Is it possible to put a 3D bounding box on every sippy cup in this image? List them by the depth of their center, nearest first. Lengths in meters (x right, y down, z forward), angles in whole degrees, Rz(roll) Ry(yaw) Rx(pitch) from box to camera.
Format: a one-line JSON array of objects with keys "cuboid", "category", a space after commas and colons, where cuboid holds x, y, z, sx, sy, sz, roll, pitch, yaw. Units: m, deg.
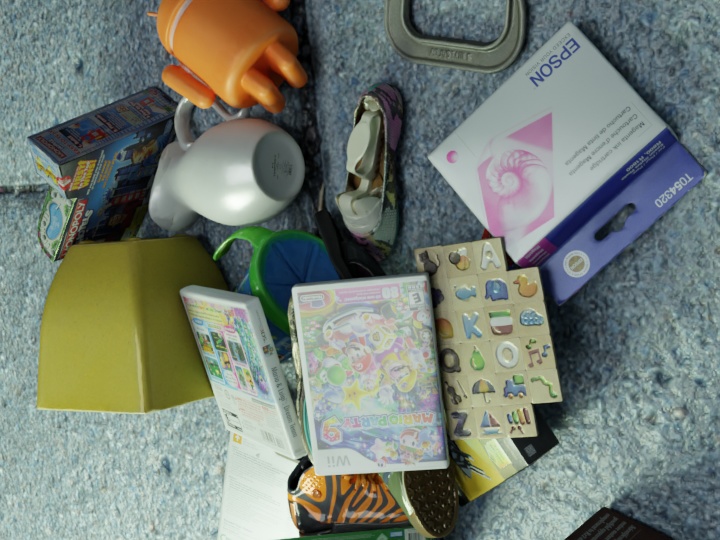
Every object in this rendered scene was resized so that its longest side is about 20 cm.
[{"cuboid": [-0.092, 0.042, 1.468, 0.130, 0.139, 0.179, -42, 54, 44], "category": "sippy cup"}]

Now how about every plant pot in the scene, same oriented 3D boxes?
[{"cuboid": [-0.273, 0.059, 1.559, 0.193, 0.195, 0.202, -2, 94, 35], "category": "plant pot"}]

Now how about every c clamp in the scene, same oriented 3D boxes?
[{"cuboid": [0.089, -0.294, 1.318, 0.199, 0.027, 0.172, 20, 112, 30], "category": "c clamp"}]

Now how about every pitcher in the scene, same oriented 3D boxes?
[{"cuboid": [-0.158, -0.136, 1.483, 0.199, 0.121, 0.173, -4, 83, 46], "category": "pitcher"}]

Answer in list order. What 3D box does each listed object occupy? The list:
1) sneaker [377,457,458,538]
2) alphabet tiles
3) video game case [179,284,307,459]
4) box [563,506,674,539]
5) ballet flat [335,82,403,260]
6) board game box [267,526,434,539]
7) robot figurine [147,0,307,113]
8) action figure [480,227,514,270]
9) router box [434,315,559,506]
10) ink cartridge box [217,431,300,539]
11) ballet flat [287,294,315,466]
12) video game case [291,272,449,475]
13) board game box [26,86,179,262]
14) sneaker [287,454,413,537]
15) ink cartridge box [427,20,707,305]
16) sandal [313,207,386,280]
[{"cuboid": [0.040, 0.192, 1.380, 0.090, 0.067, 0.202, -22, 88, 58], "category": "sneaker"}, {"cuboid": [0.115, 0.071, 1.270, 0.165, 0.006, 0.202, -8, 96, 33], "category": "alphabet tiles"}, {"cuboid": [-0.134, 0.110, 1.431, 0.200, 0.024, 0.184, 7, 117, 62], "category": "video game case"}, {"cuboid": [0.259, 0.382, 1.274, 0.163, 0.165, 0.202, 23, 113, 29], "category": "box"}, {"cuboid": [0.006, -0.105, 1.393, 0.069, 0.071, 0.202, 15, 110, 30], "category": "ballet flat"}, {"cuboid": [-0.009, 0.333, 1.434, 0.198, 0.135, 0.029, -7, 58, 10], "category": "board game box"}, {"cuboid": [-0.149, -0.265, 1.438, 0.200, 0.116, 0.144, 41, 127, 19], "category": "robot figurine"}, {"cuboid": [0.138, 0.032, 1.348, 0.065, 0.051, 0.201, 33, 123, 30], "category": "action figure"}, {"cuboid": [0.104, 0.138, 1.361, 0.201, 0.052, 0.157, 56, 147, 10], "category": "router box"}, {"cuboid": [-0.081, 0.287, 1.556, 0.195, 0.043, 0.202, 18, 108, 29], "category": "ink cartridge box"}, {"cuboid": [-0.042, 0.112, 1.362, 0.075, 0.067, 0.202, -150, 50, -77], "category": "ballet flat"}, {"cuboid": [0.011, 0.108, 1.300, 0.142, 0.018, 0.202, -5, 99, 11], "category": "video game case"}, {"cuboid": [-0.329, -0.116, 1.544, 0.062, 0.199, 0.201, 38, 119, 21], "category": "board game box"}, {"cuboid": [0.010, 0.238, 1.423, 0.198, 0.078, 0.113, -15, 106, 5], "category": "sneaker"}, {"cuboid": [0.199, -0.104, 1.241, 0.196, 0.043, 0.200, -43, 74, 13], "category": "ink cartridge box"}, {"cuboid": [-0.001, -0.001, 1.390, 0.048, 0.075, 0.201, -27, 50, 3], "category": "sandal"}]
